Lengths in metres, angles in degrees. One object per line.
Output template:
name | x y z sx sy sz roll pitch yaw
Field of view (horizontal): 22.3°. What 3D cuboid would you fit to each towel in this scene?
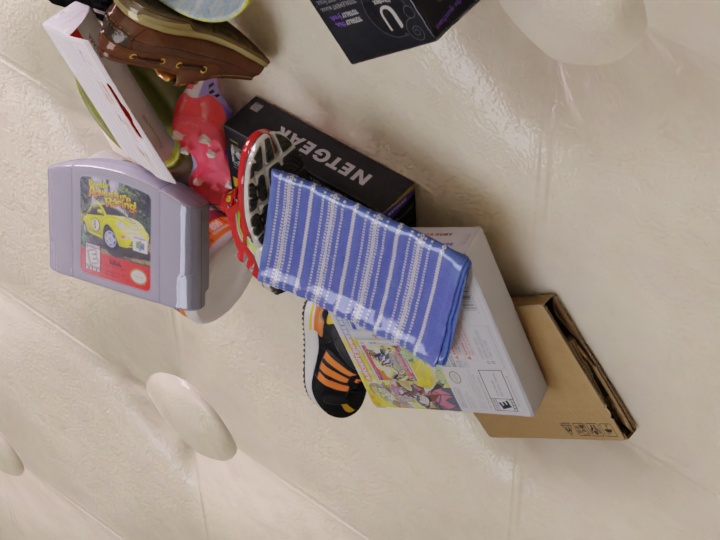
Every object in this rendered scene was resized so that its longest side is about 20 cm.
towel | 0.000 0.000 1.639 0.199 0.024 0.145 25 139 12

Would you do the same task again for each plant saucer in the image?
plant saucer | -0.232 -0.175 1.896 0.199 0.031 0.201 32 147 24

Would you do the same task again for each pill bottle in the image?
pill bottle | -0.216 -0.040 1.959 0.199 0.114 0.115 33 148 21

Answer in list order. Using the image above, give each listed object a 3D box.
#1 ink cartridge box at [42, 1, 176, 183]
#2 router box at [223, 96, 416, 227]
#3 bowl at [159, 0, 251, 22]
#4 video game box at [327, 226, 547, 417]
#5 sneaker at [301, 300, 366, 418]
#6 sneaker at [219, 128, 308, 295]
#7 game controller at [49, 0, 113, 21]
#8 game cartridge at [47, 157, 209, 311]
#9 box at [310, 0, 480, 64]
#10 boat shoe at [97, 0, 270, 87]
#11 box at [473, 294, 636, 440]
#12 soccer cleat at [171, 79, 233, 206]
ink cartridge box | -0.227 -0.173 1.751 0.161 0.047 0.200 60 168 -21
router box | -0.037 -0.059 1.768 0.199 0.052 0.158 30 147 26
bowl | -0.131 -0.318 1.511 0.199 0.108 0.201 31 147 23
video game box | 0.060 0.048 1.699 0.181 0.047 0.201 0 130 32
sneaker | -0.007 0.097 1.904 0.090 0.070 0.201 31 145 30
sneaker | -0.100 -0.059 1.724 0.085 0.077 0.201 35 148 28
game controller | -0.256 -0.285 1.794 0.199 0.042 0.105 23 157 36
game cartridge | -0.242 -0.044 1.881 0.199 0.041 0.134 15 111 30
box | 0.003 -0.275 1.395 0.122 0.106 0.201 -5 124 56
boat shoe | -0.160 -0.201 1.635 0.072 0.068 0.200 44 -162 30
box | 0.152 0.094 1.747 0.199 0.021 0.164 -5 124 54
soccer cleat | -0.143 -0.124 1.826 0.066 0.077 0.200 11 159 13
